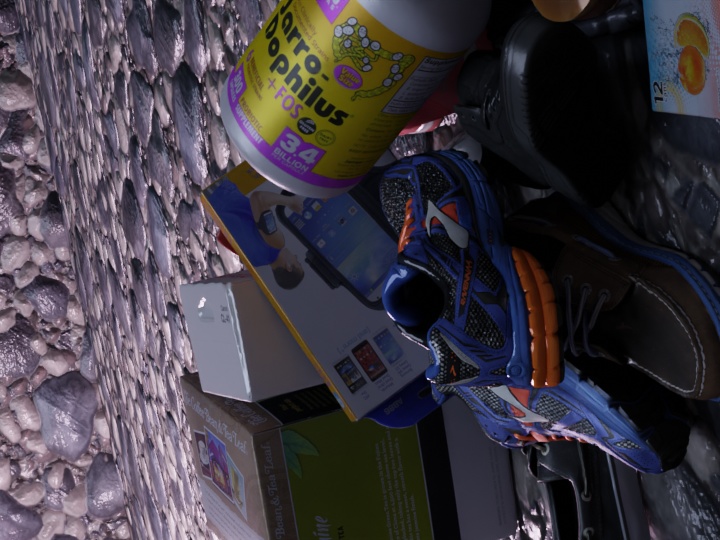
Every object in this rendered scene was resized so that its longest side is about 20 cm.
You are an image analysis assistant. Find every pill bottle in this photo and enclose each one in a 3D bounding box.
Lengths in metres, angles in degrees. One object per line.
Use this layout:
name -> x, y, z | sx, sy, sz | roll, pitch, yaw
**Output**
pill bottle -> 0.006, -0.140, 0.908 | 0.200, 0.103, 0.105 | -49, 52, 38

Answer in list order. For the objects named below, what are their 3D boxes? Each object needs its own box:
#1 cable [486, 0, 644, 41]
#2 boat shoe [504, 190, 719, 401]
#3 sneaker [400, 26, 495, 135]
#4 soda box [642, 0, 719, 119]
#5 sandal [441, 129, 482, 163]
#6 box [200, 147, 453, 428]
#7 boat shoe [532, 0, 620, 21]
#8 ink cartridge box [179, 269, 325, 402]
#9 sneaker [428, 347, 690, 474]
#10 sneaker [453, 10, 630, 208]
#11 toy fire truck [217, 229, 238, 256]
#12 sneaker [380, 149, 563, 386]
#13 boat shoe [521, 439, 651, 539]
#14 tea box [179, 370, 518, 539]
cable -> 0.100, -0.207, 0.879 | 0.200, 0.050, 0.166 | -168, 67, -70
boat shoe -> 0.137, 0.019, 0.880 | 0.200, 0.071, 0.073 | -134, 36, -57
sneaker -> 0.023, -0.132, 1.093 | 0.200, 0.086, 0.075 | 175, 84, -71
soda box -> 0.163, -0.171, 0.700 | 0.068, 0.063, 0.203 | -156, 57, -66
sandal -> 0.059, -0.053, 1.074 | 0.050, 0.082, 0.203 | 50, 160, -1
box -> 0.000, 0.000, 1.013 | 0.201, 0.118, 0.041 | 54, 172, 4
boat shoe -> 0.121, -0.221, 0.754 | 0.070, 0.070, 0.203 | 17, 108, 46
ink cartridge box -> -0.013, 0.028, 1.122 | 0.147, 0.198, 0.087 | 176, 81, -71
sneaker -> 0.112, 0.073, 0.927 | 0.199, 0.075, 0.079 | 30, 116, 47
sneaker -> 0.087, -0.092, 0.871 | 0.104, 0.060, 0.200 | 34, 173, 31
toy fire truck -> -0.039, -0.117, 1.152 | 0.141, 0.048, 0.202 | -63, -3, -60
sneaker -> 0.045, -0.005, 0.882 | 0.200, 0.077, 0.076 | -121, 24, -55
boat shoe -> 0.133, 0.118, 0.978 | 0.069, 0.056, 0.203 | 149, 108, -70
tea box -> -0.014, 0.137, 1.200 | 0.200, 0.194, 0.136 | -157, 57, -68
